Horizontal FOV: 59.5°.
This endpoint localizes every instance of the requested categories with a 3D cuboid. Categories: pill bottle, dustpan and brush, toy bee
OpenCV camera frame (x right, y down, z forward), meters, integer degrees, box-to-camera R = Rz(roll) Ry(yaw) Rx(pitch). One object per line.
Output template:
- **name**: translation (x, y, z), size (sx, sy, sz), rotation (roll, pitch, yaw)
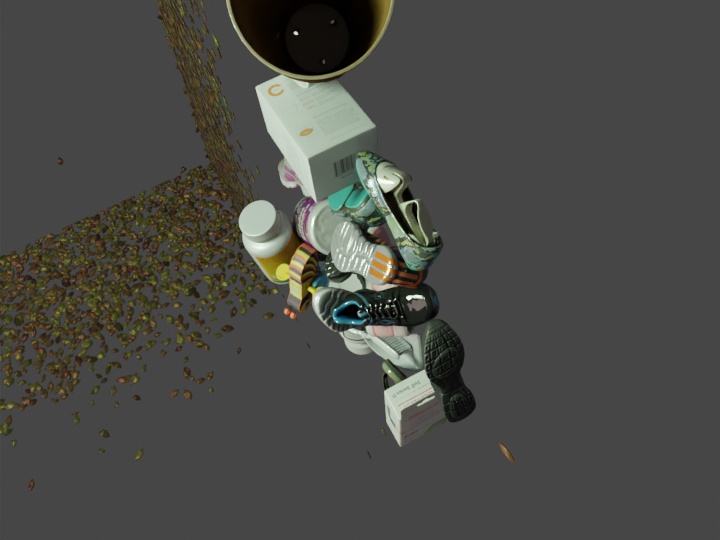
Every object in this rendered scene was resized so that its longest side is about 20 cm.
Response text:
- **pill bottle**: translation (-0.190, -0.062, 1.366), size (0.114, 0.111, 0.201), rotation (56, 175, 30)
- **pill bottle**: translation (-0.081, -0.103, 1.328), size (0.114, 0.110, 0.200), rotation (68, 166, -18)
- **dustpan and brush**: translation (0.033, 0.138, 1.301), size (0.198, 0.057, 0.141), rotation (32, 152, 30)
- **pill bottle**: translation (-0.005, 0.092, 1.398), size (0.110, 0.108, 0.202), rotation (53, 163, 38)
- **toy bee**: translation (-0.117, 0.046, 1.328), size (0.129, 0.109, 0.202), rotation (15, 143, 41)

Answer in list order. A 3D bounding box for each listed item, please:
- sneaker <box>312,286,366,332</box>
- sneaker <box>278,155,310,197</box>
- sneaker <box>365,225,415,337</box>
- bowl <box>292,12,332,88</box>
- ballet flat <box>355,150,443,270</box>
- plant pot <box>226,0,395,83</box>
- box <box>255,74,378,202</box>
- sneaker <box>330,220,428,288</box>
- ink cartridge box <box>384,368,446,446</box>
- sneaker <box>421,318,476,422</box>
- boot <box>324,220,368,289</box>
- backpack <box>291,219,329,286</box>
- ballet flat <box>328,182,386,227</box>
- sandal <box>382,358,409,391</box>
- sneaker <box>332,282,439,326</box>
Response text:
- **sneaker**: translation (-0.041, 0.071, 1.187), size (0.081, 0.076, 0.199), rotation (28, 179, 31)
- **sneaker**: translation (-0.128, -0.230, 1.373), size (0.199, 0.080, 0.090), rotation (29, 143, 55)
- **sneaker**: translation (0.062, 0.023, 1.121), size (0.103, 0.075, 0.206), rotation (5, 102, 33)
- **bowl**: translation (-0.104, -0.399, 0.955), size (0.200, 0.073, 0.203), rotation (52, 161, 44)
- **ballet flat**: translation (0.062, -0.100, 0.912), size (0.203, 0.073, 0.074), rotation (61, 167, 8)
- **plant pot**: translation (-0.057, -0.308, 0.765), size (0.200, 0.183, 0.190), rotation (-123, 8, -85)
- **box**: translation (-0.069, -0.229, 1.019), size (0.201, 0.122, 0.098), rotation (56, 165, 33)
- **sneaker**: translation (0.033, -0.016, 1.006), size (0.199, 0.110, 0.079), rotation (39, 110, 52)
- **ink cartridge box**: translation (0.111, 0.262, 1.241), size (0.068, 0.115, 0.202), rotation (58, 165, 31)
- **sneaker**: translation (0.136, 0.162, 1.070), size (0.091, 0.074, 0.204), rotation (-124, 16, -59)
- **boot**: translation (0.000, 0.000, 1.180), size (0.201, 0.068, 0.134), rotation (-63, -41, -54)
- **backpack**: translation (-0.101, -0.019, 1.549), size (0.163, 0.153, 0.201), rotation (46, 171, 35)
- **ballet flat**: translation (-0.003, -0.111, 1.094), size (0.076, 0.073, 0.200), rotation (68, 170, -19)
- **sandal**: translation (0.073, 0.237, 1.307), size (0.079, 0.058, 0.201), rotation (36, 171, 28)
- **sneaker**: translation (0.041, 0.068, 1.046), size (0.197, 0.081, 0.075), rotation (-10, 97, 40)
